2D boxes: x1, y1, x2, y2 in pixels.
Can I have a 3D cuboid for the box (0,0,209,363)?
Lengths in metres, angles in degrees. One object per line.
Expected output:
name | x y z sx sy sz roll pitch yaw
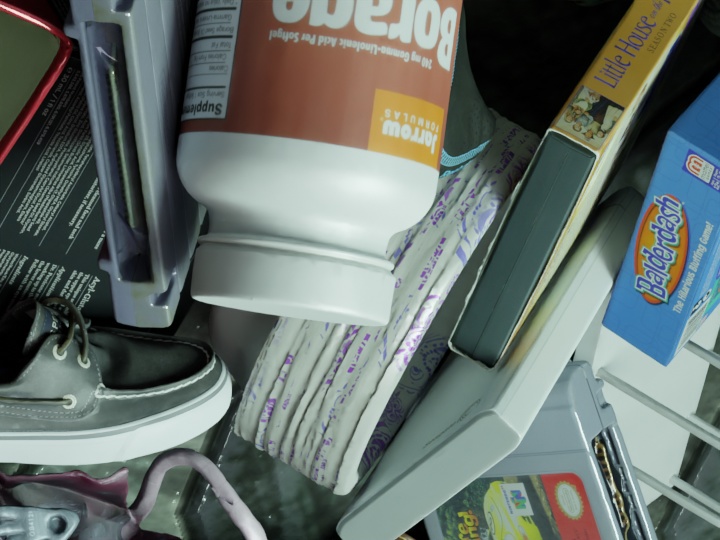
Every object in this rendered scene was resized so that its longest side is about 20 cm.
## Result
box | -0.145 -0.022 1.377 0.141 0.079 0.201 19 114 -33

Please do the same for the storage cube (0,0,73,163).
storage cube | -0.252 -0.101 1.189 0.170 0.180 0.200 22 112 -38

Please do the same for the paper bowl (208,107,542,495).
paper bowl | 0.000 0.000 1.415 0.104 0.201 0.201 29 116 7

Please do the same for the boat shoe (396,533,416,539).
boat shoe | 0.067 0.194 1.675 0.200 0.072 0.068 39 69 -34

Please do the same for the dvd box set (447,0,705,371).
dvd box set | 0.111 -0.060 1.412 0.029 0.200 0.147 28 131 6

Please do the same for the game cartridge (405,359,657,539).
game cartridge | 0.099 0.147 1.573 0.041 0.133 0.201 -32 107 -42

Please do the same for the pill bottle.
pill bottle | -0.016 -0.082 1.211 0.112 0.112 0.201 10 86 -33

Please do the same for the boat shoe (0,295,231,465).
boat shoe | -0.155 0.043 1.329 0.199 0.070 0.067 -2 125 -13

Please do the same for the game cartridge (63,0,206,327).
game cartridge | -0.088 -0.091 1.215 0.038 0.130 0.201 3 135 6

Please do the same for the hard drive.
hard drive | 0.070 0.049 1.461 0.027 0.200 0.132 43 132 -7

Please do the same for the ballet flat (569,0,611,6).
ballet flat | 0.133 -0.202 1.391 0.074 0.074 0.201 -10 129 -21

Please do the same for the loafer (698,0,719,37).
loafer | 0.230 -0.200 1.439 0.069 0.075 0.201 10 121 -31

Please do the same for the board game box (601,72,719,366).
board game box | 0.204 -0.066 1.460 0.200 0.045 0.153 -45 160 -36

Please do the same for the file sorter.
file sorter | 0.194 0.090 1.582 0.139 0.124 0.201 -30 141 -44

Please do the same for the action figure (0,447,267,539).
action figure | -0.152 0.137 1.462 0.148 0.134 0.200 -32 177 -16

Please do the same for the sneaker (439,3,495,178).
sneaker | -0.001 -0.133 1.321 0.073 0.201 0.082 -23 171 41
